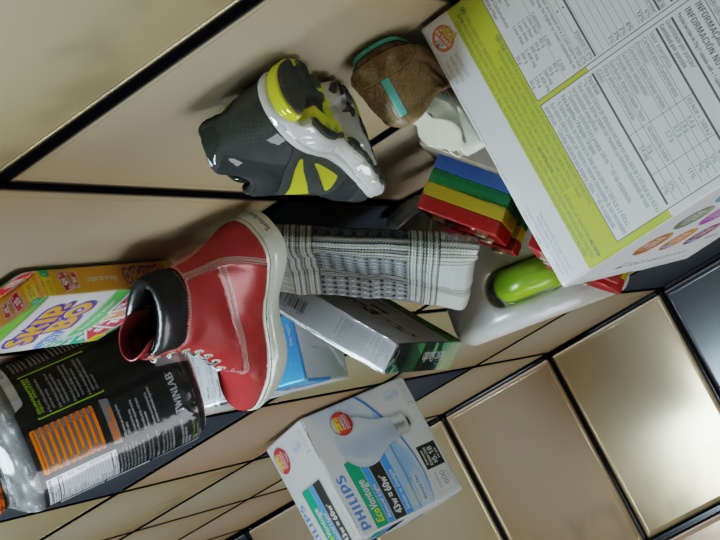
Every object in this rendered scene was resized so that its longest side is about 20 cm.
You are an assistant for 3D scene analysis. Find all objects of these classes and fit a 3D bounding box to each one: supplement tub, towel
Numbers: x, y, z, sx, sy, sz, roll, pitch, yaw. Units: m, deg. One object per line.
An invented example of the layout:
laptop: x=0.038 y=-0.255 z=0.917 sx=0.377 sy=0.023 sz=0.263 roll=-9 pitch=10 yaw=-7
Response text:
supplement tub: x=-0.239 y=0.121 z=1.512 sx=0.199 sy=0.123 sz=0.123 roll=-23 pitch=168 yaw=-19
towel: x=0.000 y=0.000 z=1.542 sx=0.191 sy=0.035 sz=0.200 roll=3 pitch=168 yaw=0

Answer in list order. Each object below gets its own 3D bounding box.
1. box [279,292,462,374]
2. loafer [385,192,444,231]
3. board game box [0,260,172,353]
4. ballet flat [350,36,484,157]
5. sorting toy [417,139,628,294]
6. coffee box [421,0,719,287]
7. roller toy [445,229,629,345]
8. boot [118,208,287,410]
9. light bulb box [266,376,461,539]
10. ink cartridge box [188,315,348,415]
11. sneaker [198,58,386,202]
box: x=0.003 y=0.047 z=1.722 sx=0.036 sy=0.144 sz=0.200 roll=-63 pitch=161 yaw=9
loafer: x=0.123 y=-0.062 z=1.688 sx=0.199 sy=0.070 sz=0.075 roll=-27 pitch=169 yaw=-2
board game box: x=-0.226 y=0.028 z=1.378 sx=0.095 sy=0.030 sz=0.200 roll=-33 pitch=166 yaw=24
ballet flat: x=0.057 y=-0.116 z=1.271 sx=0.068 sy=0.073 sz=0.200 roll=-31 pitch=169 yaw=19
sorting toy: x=0.149 y=-0.041 z=1.514 sx=0.200 sy=0.198 sz=0.070 roll=30 pitch=81 yaw=-77
coffee box: x=0.204 y=-0.131 z=1.221 sx=0.197 sy=0.201 sz=0.199 roll=-35 pitch=167 yaw=32
roller toy: x=0.160 y=-0.017 z=1.806 sx=0.182 sy=0.140 sz=0.200 roll=-18 pitch=176 yaw=-36
boot: x=-0.130 y=0.059 z=1.444 sx=0.144 sy=0.072 sz=0.201 roll=-33 pitch=145 yaw=-31
light bulb box: x=0.005 y=0.293 z=2.706 sx=0.199 sy=0.199 sz=0.125 roll=-21 pitch=166 yaw=-36
ink cartridge box: x=-0.126 y=0.097 z=1.759 sx=0.199 sy=0.068 sz=0.116 roll=-16 pitch=173 yaw=19
sneaker: x=-0.046 y=-0.084 z=1.205 sx=0.084 sy=0.075 sz=0.200 roll=-24 pitch=161 yaw=12
